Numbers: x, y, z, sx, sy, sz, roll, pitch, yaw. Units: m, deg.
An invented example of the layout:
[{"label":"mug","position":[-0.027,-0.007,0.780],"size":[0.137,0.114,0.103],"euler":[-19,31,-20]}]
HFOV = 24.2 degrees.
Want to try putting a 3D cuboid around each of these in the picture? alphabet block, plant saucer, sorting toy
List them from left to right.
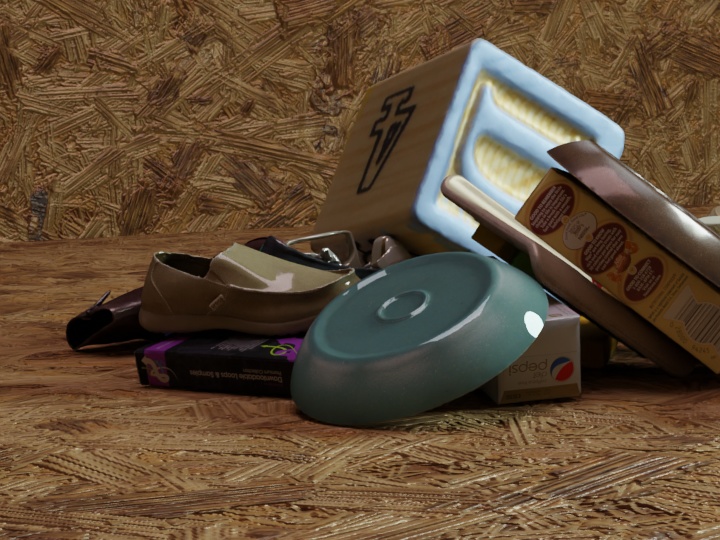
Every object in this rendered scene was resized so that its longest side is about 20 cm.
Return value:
[{"label":"plant saucer","position":[0.036,0.038,1.215],"size":[0.200,0.036,0.200],"euler":[-18,24,9]},{"label":"alphabet block","position":[0.100,-0.076,1.602],"size":[0.195,0.197,0.200],"euler":[30,-20,-22]},{"label":"sorting toy","position":[0.161,0.007,1.362],"size":[0.185,0.036,0.200],"euler":[33,8,-28]},{"label":"plant saucer","position":[0.234,-0.044,1.319],"size":[0.200,0.032,0.200],"euler":[35,10,-7]}]

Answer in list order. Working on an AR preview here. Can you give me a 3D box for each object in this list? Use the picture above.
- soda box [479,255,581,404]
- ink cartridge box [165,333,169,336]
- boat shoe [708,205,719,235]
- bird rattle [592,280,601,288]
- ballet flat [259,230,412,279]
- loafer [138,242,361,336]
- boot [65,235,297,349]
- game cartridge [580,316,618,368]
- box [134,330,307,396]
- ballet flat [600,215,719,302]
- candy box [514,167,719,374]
[{"label":"soda box","position":[0.105,0.043,1.308],"size":[0.068,0.064,0.200],"euler":[-6,14,-13]},{"label":"ink cartridge box","position":[-0.071,0.053,1.550],"size":[0.200,0.044,0.094],"euler":[-5,4,-28]},{"label":"boat shoe","position":[0.364,0.004,1.547],"size":[0.200,0.065,0.071],"euler":[31,24,-45]},{"label":"bird rattle","position":[0.252,0.009,1.666],"size":[0.163,0.113,0.200],"euler":[14,7,-5]},{"label":"ballet flat","position":[0.000,0.000,1.488],"size":[0.200,0.073,0.073],"euler":[6,2,-20]},{"label":"loafer","position":[-0.092,0.013,1.365],"size":[0.200,0.068,0.076],"euler":[-4,14,16]},{"label":"boot","position":[-0.167,0.030,1.597],"size":[0.166,0.072,0.200],"euler":[-17,-5,-44]},{"label":"game cartridge","position":[0.122,0.062,1.474],"size":[0.200,0.032,0.176],"euler":[2,6,13]},{"label":"box","position":[-0.062,0.062,1.365],"size":[0.200,0.036,0.143],"euler":[1,16,35]},{"label":"ballet flat","position":[0.277,-0.010,1.443],"size":[0.200,0.063,0.069],"euler":[-18,9,34]},{"label":"candy box","position":[0.224,-0.001,1.339],"size":[0.200,0.055,0.115],"euler":[39,9,12]}]
